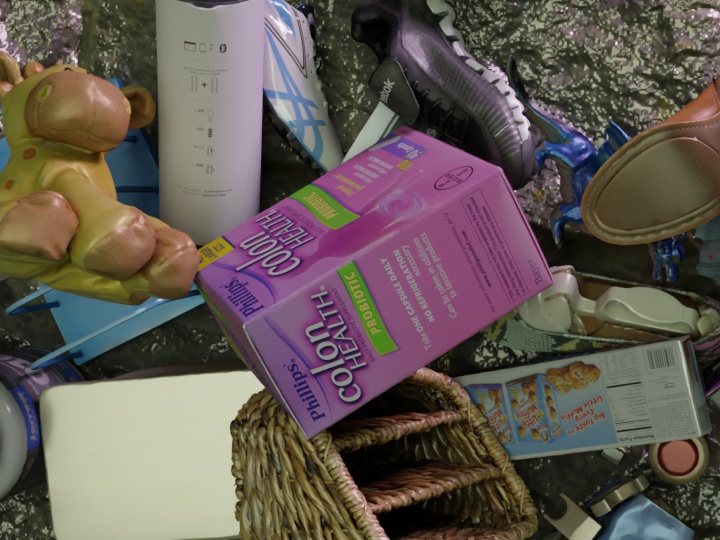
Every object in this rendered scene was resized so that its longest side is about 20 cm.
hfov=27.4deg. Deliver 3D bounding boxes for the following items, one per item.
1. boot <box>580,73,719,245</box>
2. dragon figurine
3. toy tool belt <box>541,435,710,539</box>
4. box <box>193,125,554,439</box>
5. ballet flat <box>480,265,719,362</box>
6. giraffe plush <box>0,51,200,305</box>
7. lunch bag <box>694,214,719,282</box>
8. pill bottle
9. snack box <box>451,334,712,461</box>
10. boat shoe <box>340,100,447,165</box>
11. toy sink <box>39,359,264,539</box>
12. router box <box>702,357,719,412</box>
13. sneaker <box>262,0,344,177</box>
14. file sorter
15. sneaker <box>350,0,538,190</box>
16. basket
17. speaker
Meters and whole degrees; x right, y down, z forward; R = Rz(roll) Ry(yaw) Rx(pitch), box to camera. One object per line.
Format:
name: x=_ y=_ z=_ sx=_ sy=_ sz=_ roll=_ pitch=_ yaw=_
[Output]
boot: x=0.239 y=-0.095 z=1.051 sx=0.200 sy=0.155 sz=0.077 roll=-43 pitch=93 yaw=8
dragon figurine: x=0.180 y=-0.079 z=1.114 sx=0.099 sy=0.059 sz=0.200 roll=-20 pitch=93 yaw=11
toy tool belt: x=0.195 y=0.205 z=1.094 sx=0.125 sy=0.123 sz=0.200 roll=33 pitch=99 yaw=9
box: x=0.000 y=0.000 z=1.033 sx=0.200 sy=0.176 sz=0.097 roll=-32 pitch=113 yaw=-8
ballet flat: x=0.181 y=0.028 z=1.107 sx=0.200 sy=0.071 sz=0.069 roll=6 pitch=69 yaw=17
giraffe plush: x=-0.208 y=-0.072 z=1.052 sx=0.200 sy=0.172 sz=0.162 roll=1 pitch=75 yaw=38
lunch bag: x=0.315 y=-0.006 z=1.017 sx=0.160 sy=0.200 sz=0.077 roll=12 pitch=90 yaw=4
pill bottle: x=-0.296 y=0.126 z=1.161 sx=0.114 sy=0.200 sz=0.114 roll=1 pitch=93 yaw=12
snack box: x=0.161 y=0.099 z=1.107 sx=0.200 sy=0.024 sz=0.072 roll=-13 pitch=91 yaw=37
boat shoe: x=0.007 y=-0.043 z=1.155 sx=0.068 sy=0.072 sz=0.200 roll=30 pitch=92 yaw=11
toy sink: x=-0.136 y=0.141 z=1.172 sx=0.200 sy=0.112 sz=0.131 roll=-6 pitch=92 yaw=8
router box: x=0.326 y=0.141 z=1.048 sx=0.051 sy=0.149 sz=0.200 roll=-42 pitch=83 yaw=11
sneaker: x=-0.055 y=-0.163 z=1.161 sx=0.072 sy=0.072 sz=0.200 roll=-26 pitch=92 yaw=-2
file sorter: x=-0.229 y=-0.038 z=1.178 sx=0.139 sy=0.123 sz=0.200 roll=-26 pitch=87 yaw=12
sneaker: x=0.054 y=-0.133 z=1.102 sx=0.090 sy=0.067 sz=0.200 roll=-19 pitch=64 yaw=-24
basket: x=0.022 y=0.137 z=1.074 sx=0.149 sy=0.200 sz=0.143 roll=-4 pitch=89 yaw=38
speaker: x=-0.114 y=-0.120 z=1.117 sx=0.081 sy=0.081 sz=0.200 roll=10 pitch=121 yaw=12
